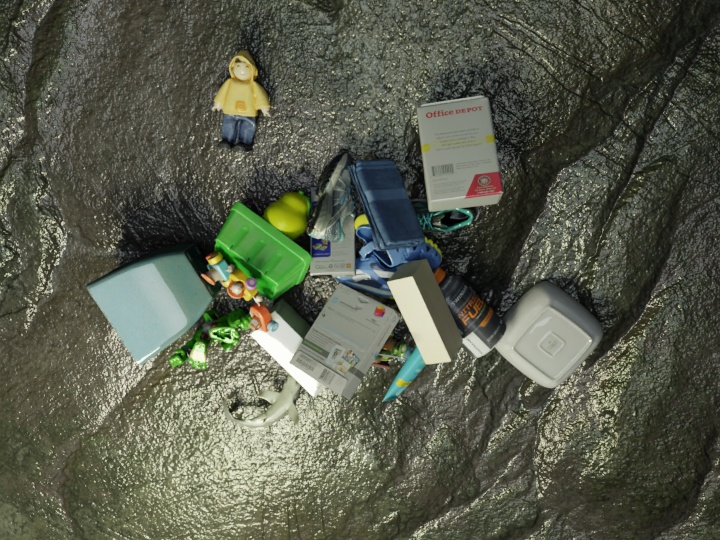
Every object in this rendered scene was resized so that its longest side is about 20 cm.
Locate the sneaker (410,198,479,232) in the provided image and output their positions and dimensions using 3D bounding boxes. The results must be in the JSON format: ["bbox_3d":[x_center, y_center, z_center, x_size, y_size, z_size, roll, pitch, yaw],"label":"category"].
[{"bbox_3d":[0.150,-0.112,1.405,0.199,0.091,0.078,-10,104,7],"label":"sneaker"}]

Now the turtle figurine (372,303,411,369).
[{"bbox_3d":[0.019,0.127,1.449,0.193,0.200,0.145,9,73,6],"label":"turtle figurine"}]

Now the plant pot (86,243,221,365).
[{"bbox_3d":[-0.415,0.045,1.438,0.200,0.196,0.196,-31,100,4],"label":"plant pot"}]

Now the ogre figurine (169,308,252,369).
[{"bbox_3d":[-0.316,0.139,1.485,0.098,0.120,0.200,40,104,-10],"label":"ogre figurine"}]

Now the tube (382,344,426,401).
[{"bbox_3d":[0.119,0.210,1.504,0.050,0.077,0.200,41,103,29],"label":"tube"}]

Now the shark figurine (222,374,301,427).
[{"bbox_3d":[-0.209,0.326,1.551,0.214,0.090,0.128,-27,67,2],"label":"shark figurine"}]

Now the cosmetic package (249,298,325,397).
[{"bbox_3d":[-0.139,0.169,1.488,0.085,0.108,0.200,-41,99,12],"label":"cosmetic package"}]

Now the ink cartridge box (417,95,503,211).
[{"bbox_3d":[0.195,-0.230,1.343,0.144,0.083,0.201,-7,80,5],"label":"ink cartridge box"}]

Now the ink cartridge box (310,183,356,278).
[{"bbox_3d":[-0.058,-0.084,1.431,0.094,0.037,0.201,-2,75,5],"label":"ink cartridge box"}]

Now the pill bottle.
[{"bbox_3d":[0.209,0.083,1.443,0.200,0.106,0.106,44,103,-7],"label":"pill bottle"}]

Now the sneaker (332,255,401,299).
[{"bbox_3d":[0.000,0.000,1.456,0.199,0.074,0.083,18,90,4],"label":"sneaker"}]

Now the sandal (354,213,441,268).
[{"bbox_3d":[0.073,-0.041,1.405,0.199,0.087,0.080,19,149,-7],"label":"sandal"}]

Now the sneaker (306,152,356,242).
[{"bbox_3d":[-0.048,-0.148,1.401,0.086,0.078,0.201,25,71,-24],"label":"sneaker"}]

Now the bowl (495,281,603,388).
[{"bbox_3d":[0.408,0.149,1.464,0.199,0.075,0.200,38,105,-5],"label":"bowl"}]

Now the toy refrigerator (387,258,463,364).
[{"bbox_3d":[0.131,0.085,1.368,0.070,0.076,0.201,-13,112,36],"label":"toy refrigerator"}]

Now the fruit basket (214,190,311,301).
[{"bbox_3d":[-0.184,-0.071,1.423,0.215,0.156,0.217,7,63,-13],"label":"fruit basket"}]

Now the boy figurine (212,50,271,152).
[{"bbox_3d":[-0.241,-0.347,1.388,0.124,0.064,0.201,13,108,3],"label":"boy figurine"}]

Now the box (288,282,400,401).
[{"bbox_3d":[-0.034,0.142,1.379,0.156,0.041,0.200,24,78,36],"label":"box"}]

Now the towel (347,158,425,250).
[{"bbox_3d":[0.053,-0.134,1.371,0.111,0.049,0.201,-6,66,-32],"label":"towel"}]

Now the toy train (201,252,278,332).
[{"bbox_3d":[-0.256,0.050,1.377,0.200,0.056,0.151,36,150,25],"label":"toy train"}]
